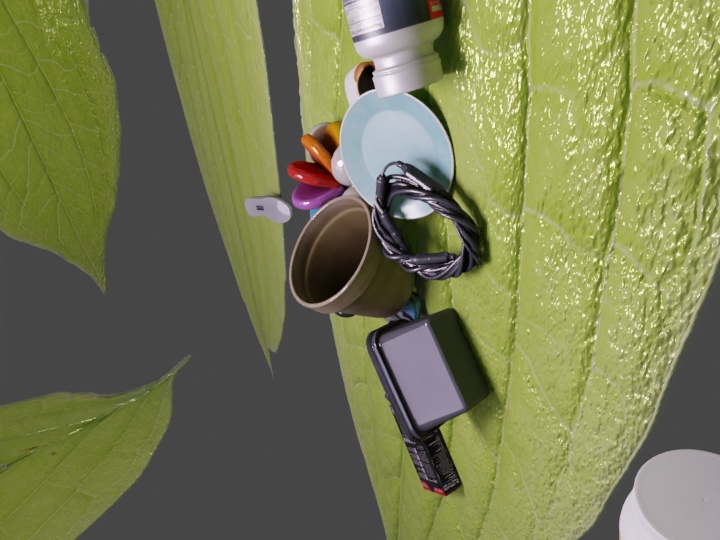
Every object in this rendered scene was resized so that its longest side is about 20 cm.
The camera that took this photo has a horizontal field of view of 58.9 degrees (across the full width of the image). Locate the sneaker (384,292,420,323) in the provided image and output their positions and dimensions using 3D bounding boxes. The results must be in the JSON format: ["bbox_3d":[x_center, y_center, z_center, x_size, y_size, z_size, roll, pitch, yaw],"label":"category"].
[{"bbox_3d":[0.054,0.072,1.247,0.199,0.069,0.085,24,127,60],"label":"sneaker"}]

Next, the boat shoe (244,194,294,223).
[{"bbox_3d":[-0.245,-0.179,1.800,0.197,0.065,0.074,7,116,45],"label":"boat shoe"}]

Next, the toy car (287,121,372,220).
[{"bbox_3d":[-0.061,-0.166,1.186,0.175,0.147,0.204,41,148,51],"label":"toy car"}]

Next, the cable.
[{"bbox_3d":[0.092,-0.056,0.945,0.199,0.051,0.165,37,135,18],"label":"cable"}]

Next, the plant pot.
[{"bbox_3d":[0.000,0.000,1.121,0.172,0.202,0.200,31,-173,-39],"label":"plant pot"}]

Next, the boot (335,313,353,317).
[{"bbox_3d":[-0.038,-0.029,1.311,0.164,0.071,0.202,90,175,-49],"label":"boot"}]

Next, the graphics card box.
[{"bbox_3d":[0.138,0.376,1.379,0.204,0.050,0.125,66,161,4],"label":"graphics card box"}]

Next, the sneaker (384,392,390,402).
[{"bbox_3d":[0.108,0.229,1.197,0.077,0.076,0.199,46,-167,22],"label":"sneaker"}]

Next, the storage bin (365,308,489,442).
[{"bbox_3d":[0.127,0.165,1.083,0.133,0.144,0.204,-29,83,42],"label":"storage bin"}]

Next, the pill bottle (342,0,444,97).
[{"bbox_3d":[0.040,-0.328,0.786,0.119,0.118,0.204,25,134,63],"label":"pill bottle"}]

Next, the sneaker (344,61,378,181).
[{"bbox_3d":[0.025,-0.226,1.002,0.205,0.071,0.084,72,163,-6],"label":"sneaker"}]

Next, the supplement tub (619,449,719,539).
[{"bbox_3d":[0.330,0.296,0.629,0.144,0.142,0.204,38,145,54],"label":"supplement tub"}]

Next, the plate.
[{"bbox_3d":[0.055,-0.174,0.957,0.197,0.026,0.204,20,129,26],"label":"plate"}]
